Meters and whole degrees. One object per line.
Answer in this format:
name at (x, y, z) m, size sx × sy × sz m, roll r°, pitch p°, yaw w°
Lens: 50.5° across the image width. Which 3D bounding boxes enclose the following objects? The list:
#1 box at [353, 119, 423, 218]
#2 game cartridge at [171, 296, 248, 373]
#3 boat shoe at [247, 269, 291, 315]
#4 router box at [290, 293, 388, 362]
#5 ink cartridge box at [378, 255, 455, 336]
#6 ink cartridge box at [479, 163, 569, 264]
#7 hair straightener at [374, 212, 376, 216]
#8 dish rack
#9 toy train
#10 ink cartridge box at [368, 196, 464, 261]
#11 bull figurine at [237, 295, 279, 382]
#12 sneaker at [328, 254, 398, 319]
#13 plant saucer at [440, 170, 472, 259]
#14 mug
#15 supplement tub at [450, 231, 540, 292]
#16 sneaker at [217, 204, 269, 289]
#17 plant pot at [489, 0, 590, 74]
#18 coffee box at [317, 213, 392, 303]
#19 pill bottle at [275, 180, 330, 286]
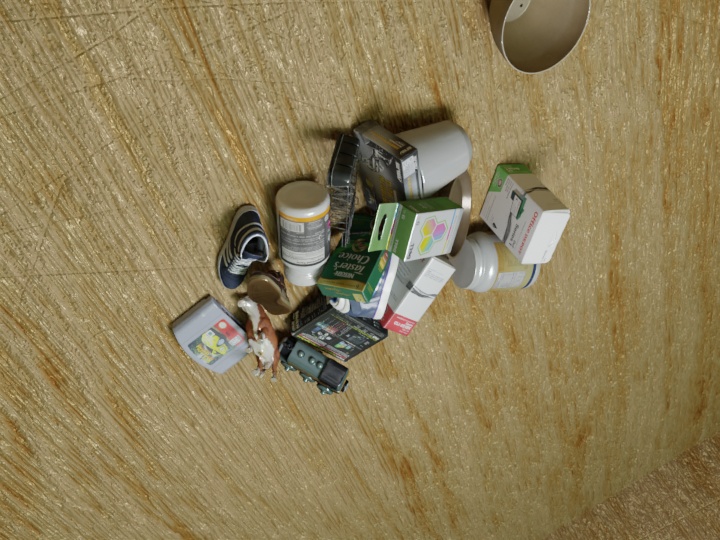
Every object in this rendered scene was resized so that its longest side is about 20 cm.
box at (0.062, -0.190, 1.580) m, size 0.048 × 0.158 × 0.203 m, roll -33°, pitch 138°, yaw -22°
game cartridge at (-0.332, 0.154, 1.735) m, size 0.132 × 0.041 × 0.201 m, roll -34°, pitch 135°, yaw 6°
boat shoe at (-0.197, 0.033, 1.658) m, size 0.070 × 0.074 × 0.200 m, roll -9°, pitch 157°, yaw 11°
router box at (-0.049, 0.132, 1.822) m, size 0.148 × 0.063 × 0.198 m, roll -33°, pitch 136°, yaw 27°
ink cartridge box at (0.107, 0.021, 1.752) m, size 0.082 × 0.145 × 0.202 m, roll 21°, pitch 113°, yaw -36°
ink cartridge box at (0.379, -0.132, 1.779) m, size 0.082 × 0.201 × 0.149 m, roll -3°, pitch 128°, yaw -27°
hair straightener at (0.027, -0.066, 1.732) m, size 0.076 × 0.041 × 0.202 m, roll 32°, pitch 102°, yaw -26°
dish rack at (-0.034, -0.158, 1.562) m, size 0.053 × 0.155 × 0.203 m, roll 8°, pitch 133°, yaw 5°
toy train at (-0.112, 0.224, 1.815) m, size 0.086 × 0.197 × 0.114 m, roll -58°, pitch 177°, yaw -17°
ink cartridge box at (0.114, -0.083, 1.537) m, size 0.197 × 0.059 × 0.106 m, roll -10°, pitch 124°, yaw -42°
bull figurine at (-0.226, 0.154, 1.719) m, size 0.063 × 0.123 × 0.203 m, roll -11°, pitch 125°, yaw 10°
sneaker at (0.000, 0.000, 1.689) m, size 0.143 × 0.081 × 0.206 m, roll 13°, pitch 94°, yaw -10°
plant saucer at (0.212, -0.128, 1.735) m, size 0.199 × 0.029 × 0.206 m, roll 10°, pitch 89°, yaw -68°
mug at (0.147, -0.242, 1.629) m, size 0.151 × 0.186 × 0.153 m, roll -27°, pitch 102°, yaw -18°
supplement tub at (0.329, -0.023, 1.883) m, size 0.195 × 0.145 × 0.147 m, roll -3°, pitch 128°, yaw -26°
sneaker at (-0.244, -0.022, 1.585) m, size 0.068 × 0.109 × 0.203 m, roll 2°, pitch 125°, yaw -29°
plant pot at (0.328, -0.508, 1.486) m, size 0.195 × 0.135 × 0.204 m, roll -15°, pitch 133°, yaw -17°
coffee box at (0.001, -0.029, 1.637) m, size 0.203 × 0.120 × 0.044 m, roll -62°, pitch 145°, yaw -28°
pill bottle at (-0.119, -0.075, 1.607) m, size 0.113 × 0.117 × 0.204 m, roll -14°, pitch 133°, yaw -18°
